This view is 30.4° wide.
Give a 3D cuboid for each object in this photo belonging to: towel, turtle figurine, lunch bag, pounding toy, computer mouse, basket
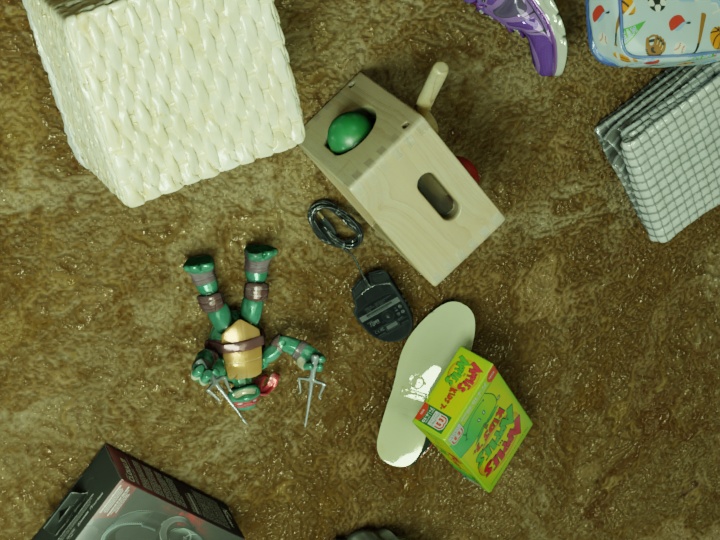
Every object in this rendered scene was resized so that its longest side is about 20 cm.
[{"bbox_3d":[0.378,-0.150,1.529,0.200,0.086,0.166,-37,126,-7],"label":"towel"},{"bbox_3d":[-0.123,0.079,1.387,0.149,0.100,0.201,-18,106,-34],"label":"turtle figurine"},{"bbox_3d":[0.336,-0.302,1.423,0.199,0.075,0.161,-8,93,-24],"label":"lunch bag"},{"bbox_3d":[0.046,-0.116,1.321,0.142,0.184,0.200,-43,124,-1],"label":"pounding toy"},{"bbox_3d":[0.000,0.000,1.453,0.058,0.034,0.201,-26,119,8],"label":"computer mouse"},{"bbox_3d":[-0.176,-0.188,1.196,0.197,0.161,0.201,-23,123,-15],"label":"basket"}]

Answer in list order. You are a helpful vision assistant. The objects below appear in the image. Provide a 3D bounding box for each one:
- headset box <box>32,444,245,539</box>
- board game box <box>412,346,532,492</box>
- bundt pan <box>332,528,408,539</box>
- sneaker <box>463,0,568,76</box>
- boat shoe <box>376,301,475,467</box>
[{"bbox_3d":[-0.251,0.294,1.442,0.200,0.077,0.149,35,96,-35],"label":"headset box"},{"bbox_3d":[0.133,0.175,1.529,0.102,0.047,0.200,-56,149,-11],"label":"board game box"},{"bbox_3d":[0.003,0.400,1.615,0.201,0.076,0.203,-10,117,-20],"label":"bundt pan"},{"bbox_3d":[0.151,-0.283,1.372,0.083,0.081,0.200,-29,117,9],"label":"sneaker"},{"bbox_3d":[0.076,0.130,1.533,0.073,0.063,0.202,23,91,11],"label":"boat shoe"}]
